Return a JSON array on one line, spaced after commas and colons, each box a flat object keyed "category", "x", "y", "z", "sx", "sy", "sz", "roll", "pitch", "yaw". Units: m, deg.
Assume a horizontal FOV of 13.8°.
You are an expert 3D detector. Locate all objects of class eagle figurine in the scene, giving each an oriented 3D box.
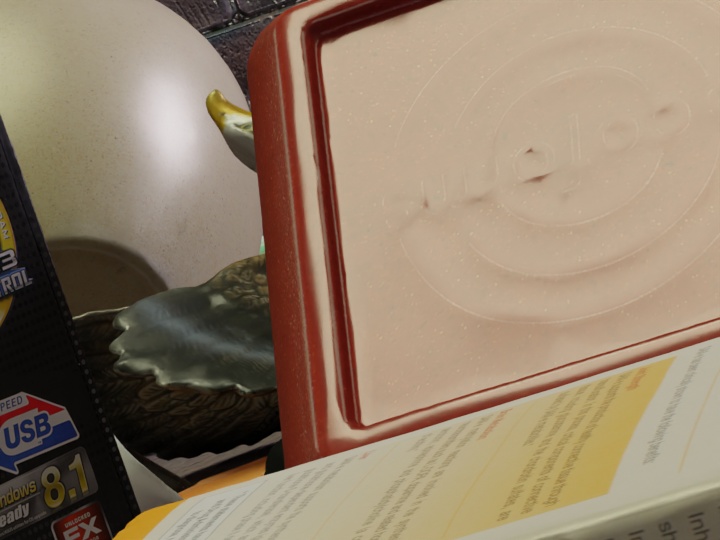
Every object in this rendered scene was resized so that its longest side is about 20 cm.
[{"category": "eagle figurine", "x": -0.006, "y": -0.003, "z": 1.033, "sx": 0.151, "sy": 0.152, "sz": 0.200, "roll": 22, "pitch": 65, "yaw": 33}]

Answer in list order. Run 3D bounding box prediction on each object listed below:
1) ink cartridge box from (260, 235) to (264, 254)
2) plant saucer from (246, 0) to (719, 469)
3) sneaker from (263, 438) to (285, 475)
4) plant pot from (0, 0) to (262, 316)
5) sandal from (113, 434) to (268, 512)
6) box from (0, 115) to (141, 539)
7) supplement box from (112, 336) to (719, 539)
[{"category": "ink cartridge box", "x": 0.026, "y": -0.020, "z": 1.419, "sx": 0.161, "sy": 0.050, "sz": 0.200, "roll": -16, "pitch": 9, "yaw": 30}, {"category": "plant saucer", "x": 0.060, "y": -0.026, "z": 0.800, "sx": 0.199, "sy": 0.200, "sz": 0.037, "roll": -18, "pitch": -38, "yaw": 14}, {"category": "sneaker", "x": 0.061, "y": 0.009, "z": 0.853, "sx": 0.200, "sy": 0.088, "sz": 0.076, "roll": -19, "pitch": 6, "yaw": 2}, {"category": "plant pot", "x": -0.128, "y": -0.005, "z": 1.217, "sx": 0.200, "sy": 0.201, "sz": 0.135, "roll": -20, "pitch": 30, "yaw": -3}, {"category": "sandal", "x": -0.065, "y": 0.062, "z": 0.911, "sx": 0.206, "sy": 0.059, "sz": 0.079, "roll": -21, "pitch": 6, "yaw": -12}, {"category": "box", "x": -0.152, "y": 0.057, "z": 0.757, "sx": 0.044, "sy": 0.161, "sz": 0.200, "roll": -12, "pitch": 9, "yaw": 45}, {"category": "supplement box", "x": 0.047, "y": 0.062, "z": 0.501, "sx": 0.200, "sy": 0.074, "sz": 0.126, "roll": -18, "pitch": 6, "yaw": 15}]
